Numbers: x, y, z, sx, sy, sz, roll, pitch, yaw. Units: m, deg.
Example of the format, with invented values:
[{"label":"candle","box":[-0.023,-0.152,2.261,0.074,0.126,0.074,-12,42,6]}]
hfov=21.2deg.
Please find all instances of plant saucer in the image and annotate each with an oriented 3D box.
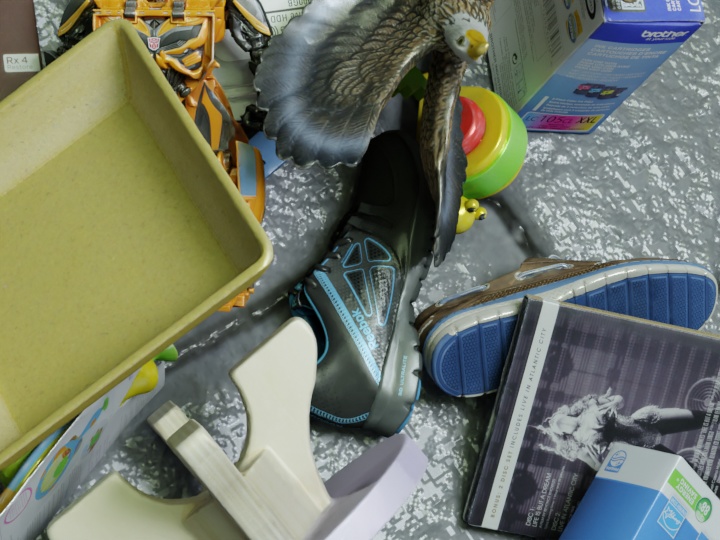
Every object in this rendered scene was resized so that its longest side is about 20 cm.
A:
[{"label":"plant saucer","box":[-0.159,-0.008,1.043,0.200,0.048,0.200,-36,57,3]}]

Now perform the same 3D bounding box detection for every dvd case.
[{"label":"dvd case","box":[0.176,0.105,1.203,0.199,0.016,0.149,12,101,-15]}]

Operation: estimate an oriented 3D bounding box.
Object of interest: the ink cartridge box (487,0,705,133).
[{"label":"ink cartridge box","box":[0.150,-0.190,1.247,0.076,0.200,0.137,-2,71,-19]}]

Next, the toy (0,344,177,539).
[{"label":"toy","box":[-0.181,0.104,1.078,0.047,0.115,0.200,36,63,11]}]

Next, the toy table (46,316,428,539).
[{"label":"toy table","box":[-0.072,0.130,1.075,0.200,0.184,0.117,-42,98,-19]}]

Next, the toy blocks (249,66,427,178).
[{"label":"toy blocks","box":[-0.071,-0.148,1.227,0.137,0.100,0.200,-40,93,-14]}]

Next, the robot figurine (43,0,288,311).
[{"label":"robot figurine","box":[-0.114,-0.078,1.127,0.144,0.058,0.201,0,103,4]}]

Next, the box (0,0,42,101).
[{"label":"box","box":[-0.245,-0.122,1.164,0.100,0.075,0.201,-5,70,-19]}]

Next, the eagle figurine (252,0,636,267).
[{"label":"eagle figurine","box":[0.042,-0.127,1.126,0.152,0.151,0.200,37,99,12]}]

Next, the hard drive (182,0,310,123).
[{"label":"hard drive","box":[-0.065,-0.192,1.172,0.139,0.038,0.201,-8,93,-4]}]

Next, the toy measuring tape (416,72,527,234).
[{"label":"toy measuring tape","box":[0.077,-0.118,1.266,0.073,0.074,0.201,11,67,-14]}]

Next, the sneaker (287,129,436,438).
[{"label":"sneaker","box":[0.000,0.000,1.197,0.081,0.073,0.201,10,66,-12]}]

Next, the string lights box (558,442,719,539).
[{"label":"string lights box","box":[0.148,0.215,1.137,0.103,0.059,0.200,45,67,-32]}]

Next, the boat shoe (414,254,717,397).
[{"label":"boat shoe","box":[0.128,0.021,1.223,0.199,0.073,0.072,-10,29,-15]}]
